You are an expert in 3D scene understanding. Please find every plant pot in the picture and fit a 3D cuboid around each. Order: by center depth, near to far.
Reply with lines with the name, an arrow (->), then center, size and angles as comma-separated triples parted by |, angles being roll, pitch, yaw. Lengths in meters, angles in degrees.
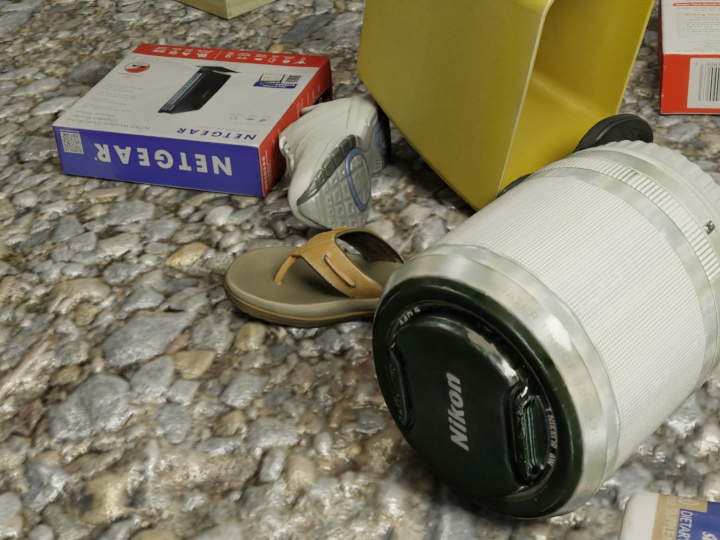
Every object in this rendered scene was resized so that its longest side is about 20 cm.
plant pot -> 0.109, -0.198, 0.960 | 0.175, 0.202, 0.199 | 34, 47, 24

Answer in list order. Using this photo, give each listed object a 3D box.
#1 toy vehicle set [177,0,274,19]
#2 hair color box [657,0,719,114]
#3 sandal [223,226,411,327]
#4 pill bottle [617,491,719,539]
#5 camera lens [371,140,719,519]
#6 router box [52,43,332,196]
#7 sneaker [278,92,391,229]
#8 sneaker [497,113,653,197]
toy vehicle set -> -0.172, -0.350, 1.414 | 0.123, 0.027, 0.198 | -31, 42, -34
hair color box -> 0.335, -0.216, 1.123 | 0.109, 0.065, 0.201 | 2, 35, 12
sandal -> 0.000, 0.000, 0.844 | 0.196, 0.055, 0.081 | 5, 34, 14
pill bottle -> 0.208, 0.167, 0.518 | 0.196, 0.113, 0.111 | 7, 35, 16
camera lens -> 0.116, 0.030, 0.689 | 0.159, 0.162, 0.199 | 24, 43, 36
router box -> -0.144, -0.141, 1.077 | 0.196, 0.050, 0.180 | 7, 35, 16
sneaker -> -0.030, -0.086, 0.974 | 0.085, 0.076, 0.201 | -2, 24, 14
sneaker -> 0.178, -0.048, 0.895 | 0.198, 0.061, 0.104 | -31, 40, -26
